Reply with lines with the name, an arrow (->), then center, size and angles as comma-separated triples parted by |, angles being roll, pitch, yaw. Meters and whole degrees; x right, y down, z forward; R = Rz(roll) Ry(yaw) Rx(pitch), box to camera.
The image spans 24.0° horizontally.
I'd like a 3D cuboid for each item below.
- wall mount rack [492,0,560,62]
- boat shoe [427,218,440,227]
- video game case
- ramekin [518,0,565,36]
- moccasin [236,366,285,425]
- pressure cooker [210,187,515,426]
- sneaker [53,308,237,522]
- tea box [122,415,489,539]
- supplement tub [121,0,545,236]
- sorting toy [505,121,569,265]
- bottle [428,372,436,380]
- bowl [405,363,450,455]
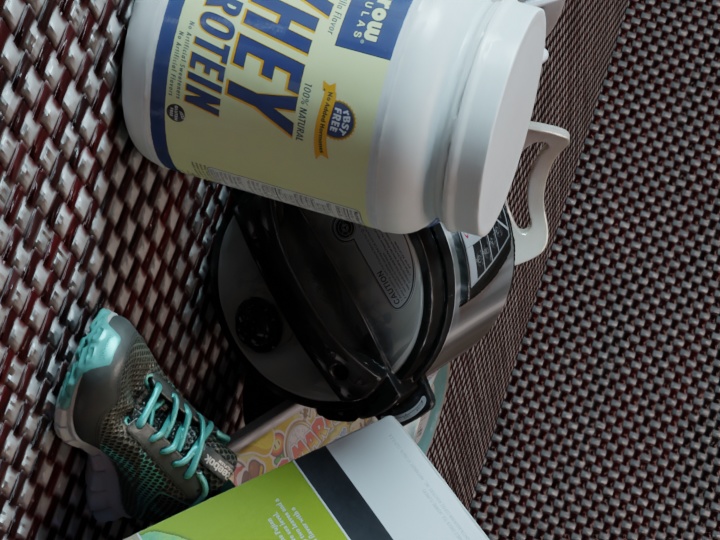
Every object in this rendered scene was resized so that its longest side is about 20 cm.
wall mount rack -> 0.124, -0.228, 1.166 | 0.174, 0.074, 0.202 | -46, 135, -46
boat shoe -> -0.011, -0.114, 1.020 | 0.072, 0.201, 0.072 | -19, 160, -45
video game case -> -0.024, 0.177, 1.181 | 0.199, 0.023, 0.184 | -29, 106, -50
ramekin -> 0.097, -0.276, 1.297 | 0.202, 0.093, 0.205 | -179, -90, -79
moccasin -> -0.046, 0.048, 1.271 | 0.069, 0.080, 0.201 | 109, -8, -49
pressure cooker -> -0.002, 0.002, 1.130 | 0.200, 0.174, 0.181 | -22, 129, -62
sneaker -> -0.113, 0.090, 0.959 | 0.201, 0.090, 0.078 | 84, 24, -61
tea box -> -0.033, 0.226, 0.996 | 0.195, 0.134, 0.201 | -23, 141, -21
supplement tub -> -0.012, -0.104, 0.907 | 0.145, 0.198, 0.147 | 16, 90, -78
sorting toy -> 0.077, -0.063, 1.372 | 0.107, 0.178, 0.202 | -106, -160, -51
bottle -> -0.005, 0.094, 1.351 | 0.200, 0.065, 0.083 | -48, 135, 14
bowl -> 0.017, 0.117, 1.558 | 0.201, 0.104, 0.203 | 16, 90, -77
